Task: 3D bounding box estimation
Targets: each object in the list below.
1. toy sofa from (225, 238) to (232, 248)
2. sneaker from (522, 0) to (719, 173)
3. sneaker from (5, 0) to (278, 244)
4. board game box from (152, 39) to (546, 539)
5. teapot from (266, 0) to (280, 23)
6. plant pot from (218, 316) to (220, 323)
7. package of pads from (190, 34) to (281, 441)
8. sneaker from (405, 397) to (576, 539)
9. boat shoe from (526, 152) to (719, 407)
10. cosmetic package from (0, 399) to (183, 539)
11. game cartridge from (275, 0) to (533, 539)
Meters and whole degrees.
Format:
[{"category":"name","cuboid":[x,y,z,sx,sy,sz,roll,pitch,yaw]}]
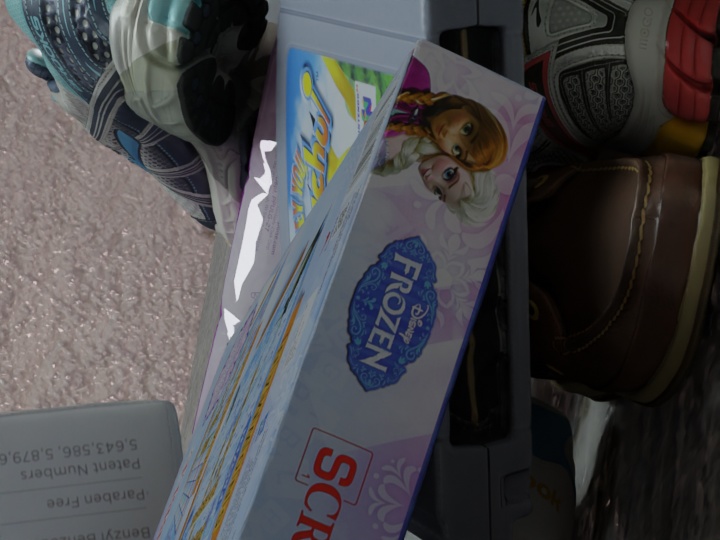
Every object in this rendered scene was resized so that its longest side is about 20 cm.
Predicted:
[{"category":"toy sofa","cuboid":[-0.021,0.062,1.174,0.098,0.082,0.201,46,139,50]},{"category":"sneaker","cuboid":[0.067,-0.065,0.910,0.200,0.082,0.078,113,169,-77]},{"category":"sneaker","cuboid":[-0.070,-0.072,0.997,0.200,0.086,0.078,65,-134,-68]},{"category":"board game box","cuboid":[-0.025,0.070,0.746,0.200,0.041,0.201,125,167,-60]},{"category":"teapot","cuboid":[-0.030,-0.177,1.109,0.201,0.146,0.197,-60,-3,14]},{"category":"plant pot","cuboid":[-0.024,0.016,1.523,0.201,0.092,0.202,-166,90,-83]},{"category":"package of pads","cuboid":[0.000,0.000,1.014,0.120,0.075,0.201,-24,-50,-65]},{"category":"sneaker","cuboid":[0.030,0.118,0.982,0.200,0.076,0.081,121,171,-55]},{"category":"boat shoe","cuboid":[0.066,0.003,0.863,0.200,0.067,0.072,137,145,-79]},{"category":"cosmetic package","cuboid":[-0.144,0.163,0.929,0.165,0.164,0.201,138,125,-66]},{"category":"game cartridge","cuboid":[0.011,-0.020,0.863,0.133,0.040,0.201,-153,60,-69]}]
